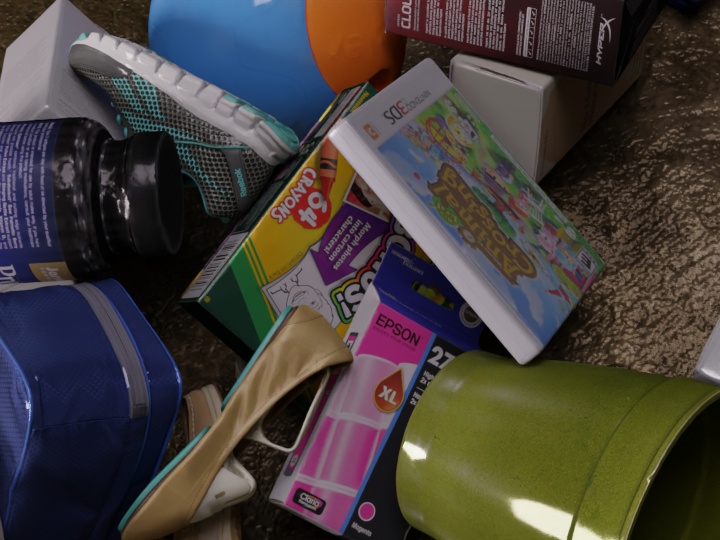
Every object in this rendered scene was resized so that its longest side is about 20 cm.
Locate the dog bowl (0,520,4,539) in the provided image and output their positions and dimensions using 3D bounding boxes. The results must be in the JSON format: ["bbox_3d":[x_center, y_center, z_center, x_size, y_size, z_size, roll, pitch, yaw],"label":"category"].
[{"bbox_3d":[-0.303,0.197,1.370,0.058,0.200,0.200,5,42,-44],"label":"dog bowl"}]

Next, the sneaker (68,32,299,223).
[{"bbox_3d":[-0.143,-0.102,1.491,0.199,0.078,0.092,30,93,28],"label":"sneaker"}]

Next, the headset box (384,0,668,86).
[{"bbox_3d":[0.118,-0.221,1.538,0.199,0.078,0.149,14,37,17],"label":"headset box"}]

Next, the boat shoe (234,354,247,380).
[{"bbox_3d":[-0.026,0.007,1.538,0.071,0.076,0.200,20,59,18],"label":"boat shoe"}]

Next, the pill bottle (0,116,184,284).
[{"bbox_3d":[-0.226,-0.047,1.428,0.199,0.112,0.112,-3,54,8],"label":"pill bottle"}]

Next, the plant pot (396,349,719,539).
[{"bbox_3d":[0.134,0.141,1.376,0.192,0.201,0.201,20,58,31],"label":"plant pot"}]

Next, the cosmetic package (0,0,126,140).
[{"bbox_3d":[-0.218,-0.116,1.576,0.074,0.102,0.200,-40,24,16],"label":"cosmetic package"}]

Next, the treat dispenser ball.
[{"bbox_3d":[-0.063,-0.183,1.599,0.200,0.201,0.202,-2,55,3],"label":"treat dispenser ball"}]

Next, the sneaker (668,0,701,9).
[{"bbox_3d":[0.282,-0.256,1.712,0.199,0.075,0.089,-14,66,3],"label":"sneaker"}]

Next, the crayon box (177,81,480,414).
[{"bbox_3d":[0.000,0.000,1.475,0.172,0.058,0.200,41,75,-15],"label":"crayon box"}]

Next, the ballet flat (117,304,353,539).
[{"bbox_3d":[-0.079,0.113,1.380,0.063,0.069,0.200,37,84,5],"label":"ballet flat"}]

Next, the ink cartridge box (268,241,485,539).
[{"bbox_3d":[0.022,0.090,1.435,0.094,0.037,0.201,29,77,-21],"label":"ink cartridge box"}]

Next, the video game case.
[{"bbox_3d":[0.078,-0.046,1.433,0.200,0.022,0.182,50,28,-1],"label":"video game case"}]

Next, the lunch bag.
[{"bbox_3d":[-0.204,0.111,1.411,0.132,0.201,0.136,-5,44,-34],"label":"lunch bag"}]

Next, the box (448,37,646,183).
[{"bbox_3d":[0.144,-0.154,1.591,0.077,0.095,0.200,20,41,23],"label":"box"}]

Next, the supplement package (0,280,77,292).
[{"bbox_3d":[-0.289,-0.003,1.546,0.113,0.110,0.200,-27,57,-14],"label":"supplement package"}]

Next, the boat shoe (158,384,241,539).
[{"bbox_3d":[-0.118,0.169,1.433,0.069,0.074,0.201,-4,55,-5],"label":"boat shoe"}]

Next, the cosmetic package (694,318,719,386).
[{"bbox_3d":[0.329,0.104,1.418,0.199,0.102,0.074,21,60,20],"label":"cosmetic package"}]
